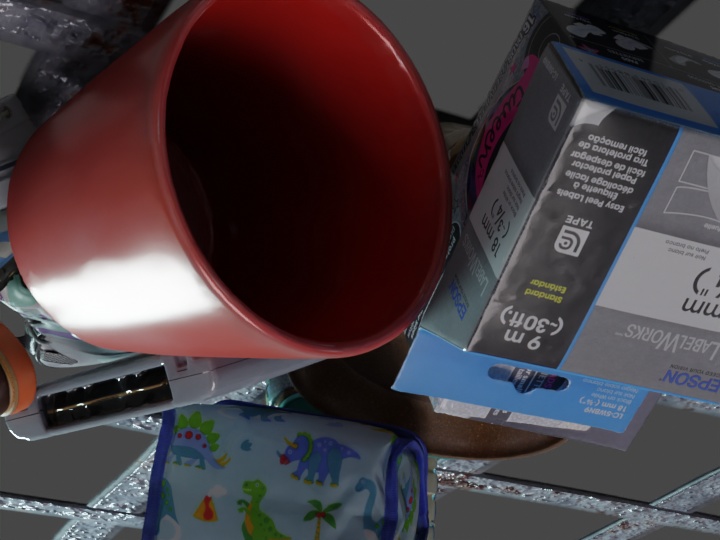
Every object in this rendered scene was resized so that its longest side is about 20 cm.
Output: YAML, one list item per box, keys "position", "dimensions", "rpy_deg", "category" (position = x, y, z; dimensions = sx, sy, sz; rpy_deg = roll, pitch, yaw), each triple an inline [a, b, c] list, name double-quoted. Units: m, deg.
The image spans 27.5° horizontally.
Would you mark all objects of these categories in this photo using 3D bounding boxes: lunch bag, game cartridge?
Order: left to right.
- position: [-0.115, 0.064, 0.928]
  dimensions: [0.199, 0.042, 0.133]
  rpy_deg: [-16, 176, 40]
  category: "game cartridge"
- position: [-0.042, 0.160, 1.015]
  dimensions: [0.169, 0.128, 0.200]
  rpy_deg: [8, 166, 10]
  category: "lunch bag"

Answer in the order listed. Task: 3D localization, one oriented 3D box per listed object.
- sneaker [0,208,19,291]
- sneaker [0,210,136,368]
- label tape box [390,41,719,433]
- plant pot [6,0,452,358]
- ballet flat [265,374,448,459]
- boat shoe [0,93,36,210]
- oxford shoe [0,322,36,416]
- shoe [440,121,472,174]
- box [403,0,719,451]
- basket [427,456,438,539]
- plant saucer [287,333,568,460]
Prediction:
- position: [-0.266, 0.009, 0.848]
  dimensions: [0.199, 0.073, 0.072]
  rpy_deg: [-31, -176, -11]
  category: "sneaker"
- position: [-0.216, 0.023, 0.987]
  dimensions: [0.199, 0.078, 0.140]
  rpy_deg: [25, 142, -37]
  category: "sneaker"
- position: [0.119, 0.008, 0.702]
  dimensions: [0.143, 0.063, 0.201]
  rpy_deg: [12, 119, -19]
  category: "label tape box"
- position: [-0.081, -0.040, 0.777]
  dimensions: [0.177, 0.202, 0.200]
  rpy_deg: [-13, 151, 43]
  category: "plant pot"
- position: [0.018, 0.095, 1.137]
  dimensions: [0.199, 0.075, 0.074]
  rpy_deg: [16, 147, -29]
  category: "ballet flat"
- position: [-0.246, -0.045, 0.777]
  dimensions: [0.073, 0.067, 0.200]
  rpy_deg: [-18, -173, 33]
  category: "boat shoe"
- position: [-0.295, 0.032, 0.923]
  dimensions: [0.199, 0.072, 0.072]
  rpy_deg: [30, 126, 26]
  category: "oxford shoe"
- position: [0.127, -0.053, 0.887]
  dimensions: [0.199, 0.053, 0.070]
  rpy_deg: [13, 105, -28]
  category: "shoe"
- position: [0.119, -0.020, 0.792]
  dimensions: [0.131, 0.115, 0.201]
  rpy_deg: [13, 120, -24]
  category: "box"
- position: [-0.028, 0.187, 1.231]
  dimensions: [0.175, 0.140, 0.200]
  rpy_deg: [11, 161, -26]
  category: "basket"
- position: [0.050, 0.069, 0.983]
  dimensions: [0.199, 0.037, 0.201]
  rpy_deg: [10, 150, 6]
  category: "plant saucer"
